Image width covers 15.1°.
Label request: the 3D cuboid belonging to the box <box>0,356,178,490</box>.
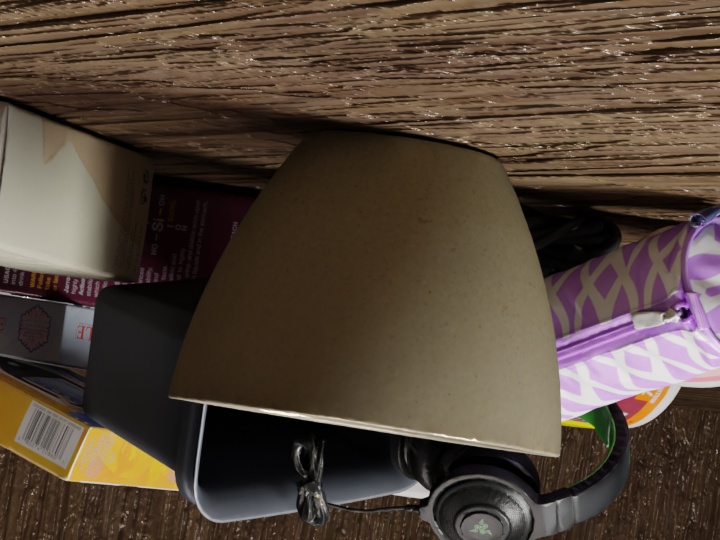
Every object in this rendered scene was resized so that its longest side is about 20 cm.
[{"bbox_3d":[-0.178,0.095,1.704,0.119,0.042,0.200,26,-175,21],"label":"box"}]

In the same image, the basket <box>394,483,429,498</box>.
[{"bbox_3d":[-0.006,0.093,1.946,0.135,0.124,0.200,9,178,-29],"label":"basket"}]

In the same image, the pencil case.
[{"bbox_3d":[0.131,0.035,1.477,0.200,0.084,0.085,-24,-170,43],"label":"pencil case"}]

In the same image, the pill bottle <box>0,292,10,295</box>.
[{"bbox_3d":[-0.180,0.016,2.125,0.199,0.116,0.116,9,176,0],"label":"pill bottle"}]

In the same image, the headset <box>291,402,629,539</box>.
[{"bbox_3d":[0.057,0.103,1.561,0.199,0.094,0.124,-17,-142,-13],"label":"headset"}]

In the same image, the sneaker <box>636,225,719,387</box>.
[{"bbox_3d":[0.204,0.019,1.593,0.199,0.076,0.105,-8,159,-32],"label":"sneaker"}]

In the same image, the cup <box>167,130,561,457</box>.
[{"bbox_3d":[0.011,0.009,1.369,0.199,0.144,0.200,8,177,0],"label":"cup"}]

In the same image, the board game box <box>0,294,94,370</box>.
[{"bbox_3d":[-0.208,0.044,1.863,0.199,0.041,0.200,7,177,37],"label":"board game box"}]

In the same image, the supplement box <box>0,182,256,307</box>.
[{"bbox_3d":[-0.139,-0.014,1.791,0.199,0.086,0.110,8,178,4],"label":"supplement box"}]

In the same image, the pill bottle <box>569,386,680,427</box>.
[{"bbox_3d":[0.112,0.037,1.779,0.199,0.114,0.113,11,175,-38],"label":"pill bottle"}]

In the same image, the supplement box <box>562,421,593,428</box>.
[{"bbox_3d":[0.104,0.057,2.120,0.199,0.110,0.109,11,176,-21],"label":"supplement box"}]

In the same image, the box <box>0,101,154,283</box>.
[{"bbox_3d":[-0.199,-0.045,1.534,0.094,0.078,0.200,7,176,18],"label":"box"}]

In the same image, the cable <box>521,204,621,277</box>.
[{"bbox_3d":[0.056,-0.025,1.569,0.162,0.051,0.200,19,168,-26],"label":"cable"}]

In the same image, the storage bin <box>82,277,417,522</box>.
[{"bbox_3d":[-0.061,0.050,1.602,0.134,0.146,0.199,21,-162,41],"label":"storage bin"}]
